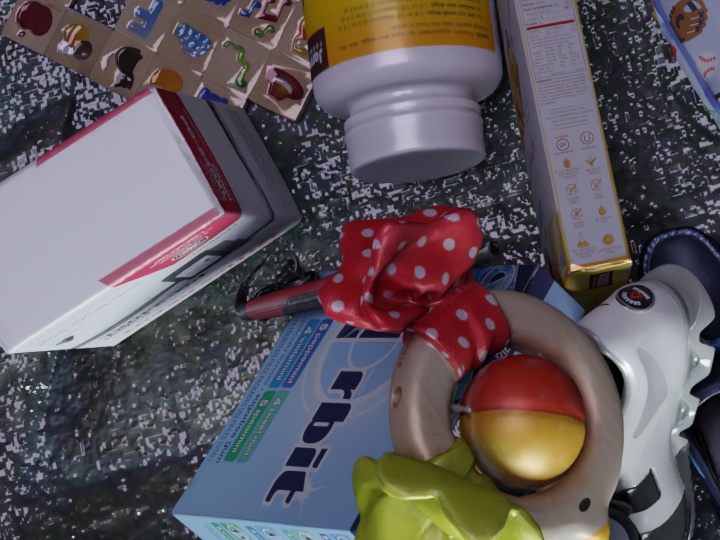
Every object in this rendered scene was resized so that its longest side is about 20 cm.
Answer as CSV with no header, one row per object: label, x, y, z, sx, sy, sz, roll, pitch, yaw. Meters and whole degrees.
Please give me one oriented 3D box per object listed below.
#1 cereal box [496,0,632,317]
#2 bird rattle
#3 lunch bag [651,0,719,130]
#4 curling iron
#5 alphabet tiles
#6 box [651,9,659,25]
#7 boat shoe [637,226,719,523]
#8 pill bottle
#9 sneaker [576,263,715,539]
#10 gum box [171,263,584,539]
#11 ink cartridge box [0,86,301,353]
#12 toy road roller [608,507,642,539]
cereal box,0.107,-0.076,1.474,0.039,0.144,0.201,-11,73,0
bird rattle,0.055,0.066,1.333,0.113,0.162,0.201,-37,48,49
lunch bag,0.258,-0.115,1.432,0.160,0.076,0.201,-33,66,8
curling iron,0.000,0.000,1.490,0.199,0.026,0.050,-12,39,48
alphabet tiles,-0.098,-0.175,1.631,0.199,0.008,0.168,28,90,18
box,0.271,-0.176,1.503,0.119,0.041,0.200,43,97,18
boat shoe,0.205,0.065,1.470,0.084,0.069,0.201,-27,75,11
pill bottle,0.021,-0.156,1.538,0.109,0.109,0.201,-10,79,15
sneaker,0.130,0.096,1.441,0.074,0.088,0.201,31,131,43
gum box,0.007,0.077,1.454,0.200,0.045,0.170,-3,49,54
ink cartridge box,-0.128,-0.026,1.515,0.145,0.200,0.084,-33,83,10
toy road roller,0.071,0.214,1.430,0.199,0.123,0.146,-1,49,21
